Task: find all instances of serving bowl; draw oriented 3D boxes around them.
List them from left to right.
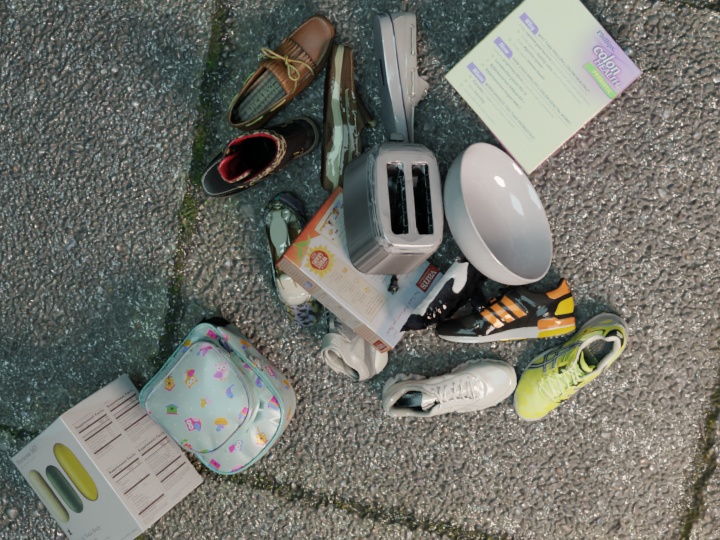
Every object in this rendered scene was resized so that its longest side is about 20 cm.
[{"bbox_3d":[0.175,-0.067,1.584,0.066,0.200,0.201,-28,92,36],"label":"serving bowl"}]

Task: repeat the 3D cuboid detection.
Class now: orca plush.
[{"bbox_3d":[0.142,0.030,1.608,0.071,0.200,0.106,37,135,12],"label":"orca plush"}]

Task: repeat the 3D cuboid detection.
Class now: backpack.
[{"bbox_3d":[-0.199,0.189,1.699,0.200,0.153,0.176,42,98,-3],"label":"backpack"}]

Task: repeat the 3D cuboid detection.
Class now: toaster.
[{"bbox_3d":[0.044,-0.078,1.574,0.112,0.129,0.202,1,77,-17],"label":"toaster"}]

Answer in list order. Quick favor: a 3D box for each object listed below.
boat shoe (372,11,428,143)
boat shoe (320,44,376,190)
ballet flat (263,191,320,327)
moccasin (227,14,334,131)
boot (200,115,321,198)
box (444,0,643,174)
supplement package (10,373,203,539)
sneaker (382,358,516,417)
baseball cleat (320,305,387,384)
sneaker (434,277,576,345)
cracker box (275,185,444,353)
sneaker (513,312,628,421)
[{"bbox_3d":[0.062,-0.259,1.636,0.065,0.072,0.202,-11,100,-11],"label":"boat shoe"},{"bbox_3d":[-0.015,-0.214,1.661,0.074,0.075,0.205,2,101,-8],"label":"boat shoe"},{"bbox_3d":[-0.105,-0.012,1.700,0.071,0.072,0.202,-8,96,12],"label":"ballet flat"},{"bbox_3d":[-0.115,-0.279,1.660,0.201,0.078,0.074,-40,89,13],"label":"moccasin"},{"bbox_3d":[-0.162,-0.151,1.646,0.199,0.151,0.074,-22,96,20],"label":"boot"},{"bbox_3d":[0.245,-0.262,1.582,0.200,0.097,0.176,-42,88,14],"label":"box"},{"bbox_3d":[-0.372,0.293,1.730,0.151,0.150,0.201,-37,89,35],"label":"supplement package"},{"bbox_3d":[0.125,0.175,1.674,0.198,0.081,0.076,-13,93,11],"label":"sneaker"},{"bbox_3d":[-0.027,0.063,1.674,0.069,0.106,0.201,-27,91,43],"label":"baseball cleat"},{"bbox_3d":[0.201,0.054,1.652,0.198,0.070,0.091,-4,91,7],"label":"sneaker"},{"bbox_3d":[0.000,0.000,1.642,0.200,0.058,0.134,40,69,-4],"label":"cracker box"},{"bbox_3d":[0.287,0.135,1.637,0.075,0.076,0.200,44,104,1],"label":"sneaker"}]
